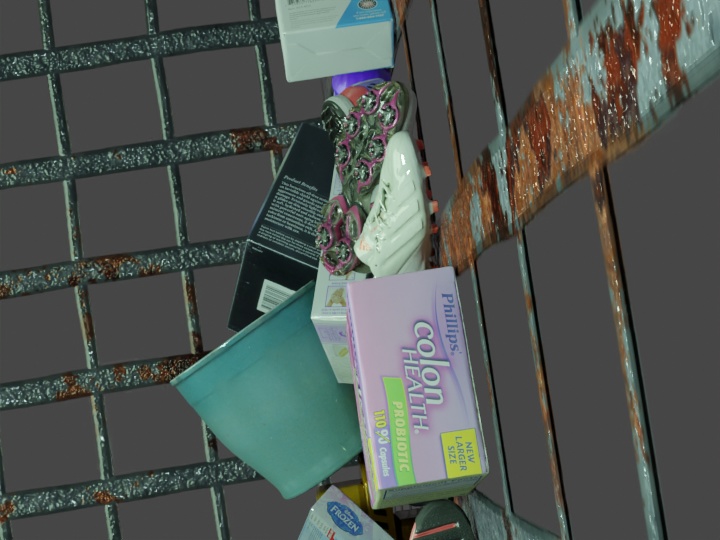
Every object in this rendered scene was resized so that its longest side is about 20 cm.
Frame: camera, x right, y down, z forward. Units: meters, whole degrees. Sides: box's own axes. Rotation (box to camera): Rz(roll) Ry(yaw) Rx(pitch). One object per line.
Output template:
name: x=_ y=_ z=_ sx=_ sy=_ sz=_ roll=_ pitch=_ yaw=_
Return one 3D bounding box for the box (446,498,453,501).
box: x=0.063 y=0.141 z=1.561 sx=0.118 sy=0.048 sz=0.202 roll=84 pitch=175 yaw=-50

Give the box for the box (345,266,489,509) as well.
box: x=0.045 y=0.110 z=1.344 sx=0.200 sy=0.095 sz=0.179 roll=97 pitch=165 yaw=-77

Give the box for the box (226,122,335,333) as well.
box: x=-0.069 y=-0.034 z=1.868 sx=0.201 sy=0.122 sz=0.200 roll=110 pitch=-178 yaw=-54

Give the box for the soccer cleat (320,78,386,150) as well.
soccer cleat: x=0.030 y=-0.095 z=1.529 sx=0.068 sy=0.073 sz=0.202 roll=11 pitch=129 yaw=60

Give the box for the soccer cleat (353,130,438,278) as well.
soccer cleat: x=0.031 y=-0.039 z=1.381 sx=0.202 sy=0.076 sz=0.070 roll=85 pitch=175 yaw=-45

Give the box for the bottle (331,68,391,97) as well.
bottle: x=0.003 y=-0.172 z=1.661 sx=0.201 sy=0.064 sz=0.084 roll=86 pitch=176 yaw=-52

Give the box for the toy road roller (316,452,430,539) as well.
toy road roller: x=0.027 y=0.299 z=1.734 sx=0.123 sy=0.144 sz=0.203 roll=130 pitch=132 yaw=-87

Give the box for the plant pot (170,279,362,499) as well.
plant pot: x=-0.082 y=0.145 z=1.710 sx=0.189 sy=0.199 sz=0.200 roll=55 pitch=178 yaw=-2

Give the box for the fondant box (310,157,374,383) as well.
fondant box: x=0.000 y=0.000 z=1.630 sx=0.145 sy=0.057 sz=0.202 roll=70 pitch=-157 yaw=-56

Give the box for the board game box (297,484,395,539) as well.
board game box: x=0.017 y=0.343 z=1.643 sx=0.199 sy=0.041 sz=0.201 roll=41 pitch=153 yaw=10

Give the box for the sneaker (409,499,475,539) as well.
sneaker: x=0.080 y=0.314 z=1.450 sx=0.087 sy=0.073 sz=0.203 roll=-111 pitch=13 yaw=-83

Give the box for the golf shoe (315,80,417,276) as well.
golf shoe: x=0.021 y=-0.091 z=1.444 sx=0.073 sy=0.091 sz=0.202 roll=44 pitch=129 yaw=39

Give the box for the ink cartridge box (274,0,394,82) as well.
ink cartridge box: x=-0.034 y=-0.294 z=1.578 sx=0.068 sy=0.113 sz=0.202 roll=86 pitch=176 yaw=-50
